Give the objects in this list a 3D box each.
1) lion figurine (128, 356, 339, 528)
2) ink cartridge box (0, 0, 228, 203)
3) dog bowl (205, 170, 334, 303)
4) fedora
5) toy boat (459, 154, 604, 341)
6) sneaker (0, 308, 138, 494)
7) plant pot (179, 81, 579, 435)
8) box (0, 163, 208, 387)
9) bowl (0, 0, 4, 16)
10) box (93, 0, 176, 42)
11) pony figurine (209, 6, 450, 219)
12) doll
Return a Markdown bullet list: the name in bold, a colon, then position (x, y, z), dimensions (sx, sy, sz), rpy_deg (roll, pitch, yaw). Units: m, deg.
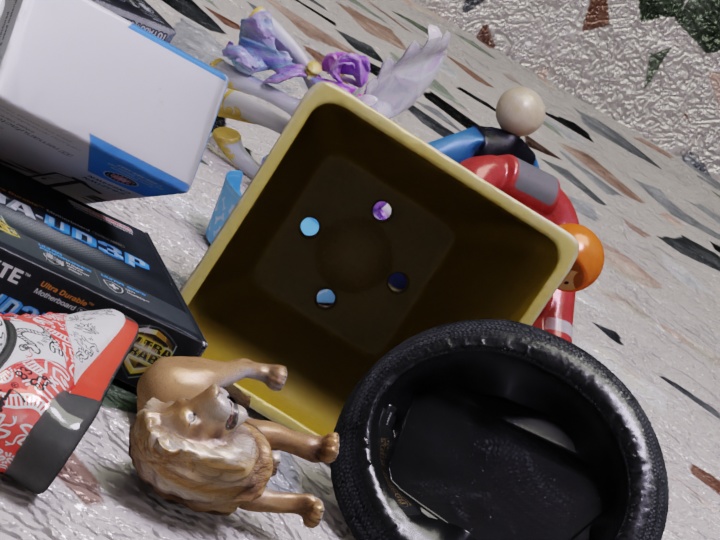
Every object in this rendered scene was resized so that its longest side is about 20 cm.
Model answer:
- **lion figurine**: position (-0.086, 0.086, 1.380), dimensions (0.122, 0.073, 0.200), rpy_deg (15, 5, -21)
- **ink cartridge box**: position (-0.200, -0.104, 1.540), dimensions (0.146, 0.084, 0.200), rpy_deg (26, -18, -31)
- **dog bowl**: position (-0.045, -0.021, 1.890), dimensions (0.111, 0.050, 0.200), rpy_deg (39, 13, 21)
- **fedora**: position (0.081, 0.129, 1.477), dimensions (0.201, 0.201, 0.092), rpy_deg (37, -17, 16)
- **toy boat**: position (0.130, 0.002, 1.904), dimensions (0.130, 0.200, 0.131), rpy_deg (23, -29, -34)
- **sneaker**: position (-0.180, 0.038, 1.289), dimensions (0.108, 0.067, 0.201), rpy_deg (35, 15, -6)
- **plant pot**: position (0.000, 0.000, 1.624), dimensions (0.194, 0.196, 0.200), rpy_deg (32, 6, -7)
- **box**: position (-0.199, -0.011, 1.474), dimensions (0.200, 0.046, 0.159), rpy_deg (27, 14, -28)
- **bowl**: position (-0.284, -0.092, 1.379), dimensions (0.201, 0.090, 0.201), rpy_deg (-7, 30, 4)
- **box**: position (-0.259, -0.183, 1.816), dimensions (0.200, 0.115, 0.132), rpy_deg (17, 22, -50)
- **pony figurine**: position (-0.030, -0.124, 2.050), dimensions (0.200, 0.193, 0.167), rpy_deg (38, 46, 15)
- **doll**: position (0.083, -0.059, 2.002), dimensions (0.136, 0.200, 0.048), rpy_deg (26, 14, -32)
